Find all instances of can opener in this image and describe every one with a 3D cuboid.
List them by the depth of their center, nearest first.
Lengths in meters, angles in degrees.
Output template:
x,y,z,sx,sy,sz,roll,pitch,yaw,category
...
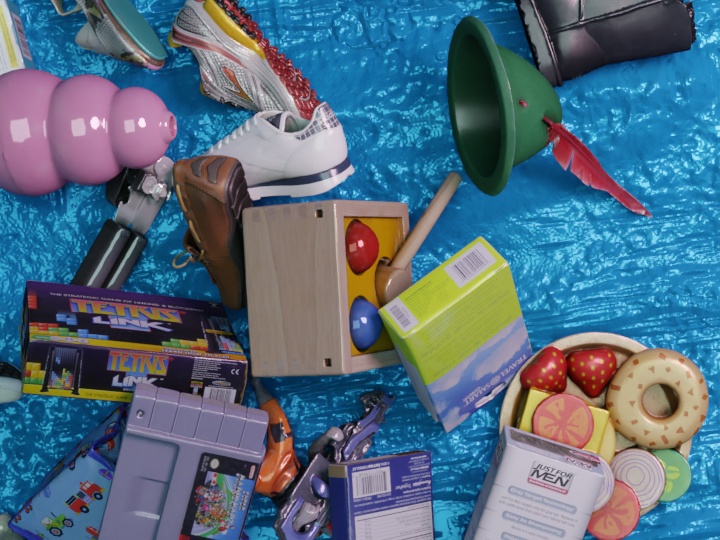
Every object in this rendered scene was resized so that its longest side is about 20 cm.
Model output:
x,y,z,sx,sy,sz,roll,pitch,yaw,category
-0.248,-0.033,1.438,0.066,0.053,0.201,25,88,37,can opener

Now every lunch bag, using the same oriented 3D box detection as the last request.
x,y,z,sx,sy,sz,roll,pitch,yaw,category
-0.211,0.251,1.378,0.200,0.094,0.150,45,122,-8,lunch bag

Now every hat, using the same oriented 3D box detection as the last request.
x,y,z,sx,sy,sz,roll,pitch,yaw,category
0.191,-0.163,1.390,0.175,0.201,0.166,-11,49,-13,hat

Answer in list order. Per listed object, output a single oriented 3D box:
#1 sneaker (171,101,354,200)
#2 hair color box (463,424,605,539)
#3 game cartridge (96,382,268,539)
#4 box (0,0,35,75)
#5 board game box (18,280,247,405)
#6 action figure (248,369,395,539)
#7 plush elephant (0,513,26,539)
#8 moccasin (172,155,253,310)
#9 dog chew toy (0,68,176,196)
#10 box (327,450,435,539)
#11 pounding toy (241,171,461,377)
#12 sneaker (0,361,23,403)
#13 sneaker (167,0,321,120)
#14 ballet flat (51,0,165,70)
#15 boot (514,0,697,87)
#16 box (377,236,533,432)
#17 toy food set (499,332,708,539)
x,y,z,sx,sy,sz,roll,pitch,yaw,category
-0.101,-0.115,1.386,0.199,0.076,0.081,-6,115,26,sneaker
0.153,0.261,1.366,0.098,0.061,0.201,18,103,0,hair color box
-0.165,0.208,1.295,0.129,0.038,0.201,14,110,-5,game cartridge
-0.437,-0.206,1.441,0.199,0.049,0.083,-16,88,1,box
-0.218,0.070,1.341,0.199,0.165,0.057,7,107,-17,board game box
-0.058,0.184,1.416,0.193,0.105,0.200,45,63,-4,action figure
-0.331,0.361,1.371,0.199,0.155,0.165,34,90,3,plush elephant
-0.140,-0.033,1.365,0.077,0.202,0.074,9,60,14,moccasin
-0.277,-0.137,1.388,0.198,0.124,0.126,-2,89,12,dog chew toy
0.025,0.283,1.387,0.032,0.121,0.202,-7,86,46,box
0.000,0.000,1.364,0.141,0.200,0.186,-3,90,27,pounding toy
-0.430,0.134,1.430,0.198,0.075,0.082,-6,102,4,sneaker
-0.112,-0.190,1.427,0.082,0.078,0.200,-43,86,18,sneaker
-0.271,-0.270,1.436,0.071,0.069,0.201,-36,84,19,ballet flat
0.233,-0.293,1.406,0.167,0.076,0.201,-18,95,5,boot
0.097,0.065,1.358,0.122,0.200,0.048,-36,57,-8,box
0.236,0.162,1.407,0.199,0.049,0.199,15,92,1,toy food set
